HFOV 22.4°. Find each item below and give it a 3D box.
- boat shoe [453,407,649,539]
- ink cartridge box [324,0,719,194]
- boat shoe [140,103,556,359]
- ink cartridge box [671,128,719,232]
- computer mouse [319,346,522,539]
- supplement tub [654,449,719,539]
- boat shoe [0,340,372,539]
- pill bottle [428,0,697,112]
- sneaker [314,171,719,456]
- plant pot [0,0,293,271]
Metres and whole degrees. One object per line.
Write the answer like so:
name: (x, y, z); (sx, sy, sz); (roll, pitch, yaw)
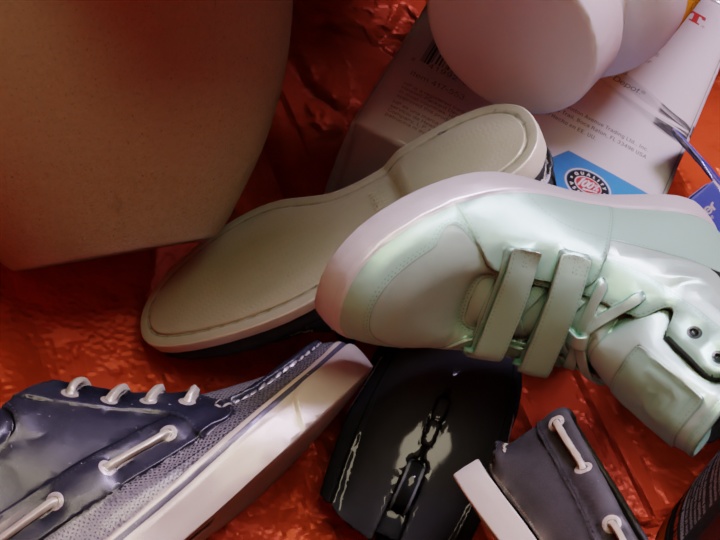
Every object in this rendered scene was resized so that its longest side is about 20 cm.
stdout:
boat shoe: (0.110, 0.129, 0.691); (0.060, 0.074, 0.200); (-38, 44, -2)
ink cartridge box: (0.088, -0.078, 0.914); (0.146, 0.086, 0.200); (27, 48, 3)
boat shoe: (0.000, -0.002, 0.809); (0.199, 0.066, 0.075); (-30, 42, 8)
ink cartridge box: (0.206, 0.031, 0.856); (0.200, 0.042, 0.119); (59, 14, 24)
computer mouse: (0.050, 0.096, 0.792); (0.140, 0.046, 0.200); (28, 50, 5)
supplement tub: (0.181, 0.108, 0.725); (0.106, 0.200, 0.107); (9, 53, -13)
boat shoe: (-0.087, 0.068, 0.749); (0.093, 0.075, 0.200); (46, 54, 9)
pill bottle: (0.115, -0.161, 0.849); (0.113, 0.113, 0.200); (34, 50, 9)
sneaker: (0.088, 0.022, 0.733); (0.199, 0.074, 0.118); (-4, 40, -27)
plant pot: (-0.119, -0.073, 0.796); (0.199, 0.200, 0.135); (-10, 91, -24)
